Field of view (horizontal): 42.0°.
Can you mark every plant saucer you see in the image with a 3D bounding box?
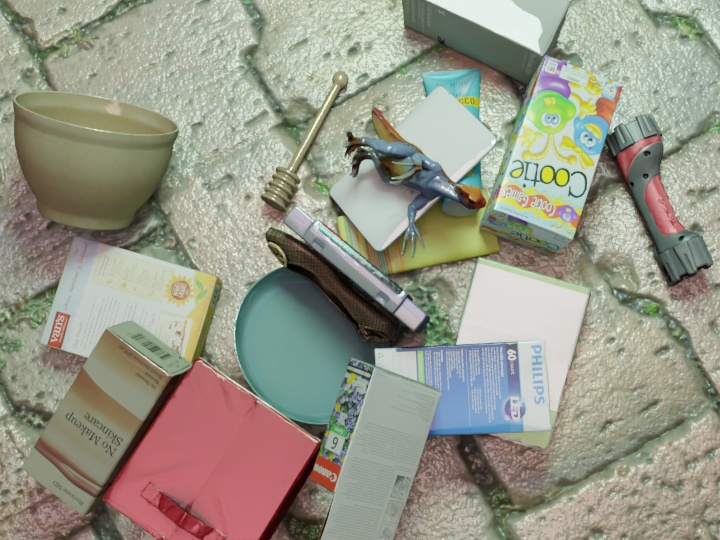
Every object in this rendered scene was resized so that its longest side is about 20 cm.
[{"bbox_3d":[-0.060,0.090,1.133,0.197,0.027,0.203,10,63,-19],"label":"plant saucer"}]

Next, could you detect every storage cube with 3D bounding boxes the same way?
[{"bbox_3d":[-0.158,0.229,1.067,0.170,0.200,0.181,32,78,6],"label":"storage cube"}]

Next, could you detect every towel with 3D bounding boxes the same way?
[{"bbox_3d":[0.072,-0.045,1.192,0.197,0.018,0.088,-11,82,2],"label":"towel"}]

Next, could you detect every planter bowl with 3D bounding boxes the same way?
[{"bbox_3d":[-0.334,-0.132,1.163,0.197,0.200,0.137,17,108,7],"label":"planter bowl"}]

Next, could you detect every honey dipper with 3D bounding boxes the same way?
[{"bbox_3d":[-0.066,-0.171,1.217,0.038,0.038,0.202,27,79,9],"label":"honey dipper"}]

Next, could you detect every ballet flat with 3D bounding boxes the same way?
[{"bbox_3d":[-0.040,0.022,1.127,0.199,0.067,0.047,39,81,-7],"label":"ballet flat"}]

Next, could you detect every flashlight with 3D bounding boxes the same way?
[{"bbox_3d":[0.370,-0.089,1.151,0.067,0.068,0.202,-23,77,4],"label":"flashlight"}]

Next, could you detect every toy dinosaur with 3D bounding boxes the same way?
[{"bbox_3d":[0.070,-0.127,1.108,0.179,0.105,0.202,12,62,14],"label":"toy dinosaur"}]

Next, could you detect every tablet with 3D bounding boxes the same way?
[{"bbox_3d":[0.062,-0.129,1.171,0.200,0.014,0.130,-42,54,4],"label":"tablet"}]

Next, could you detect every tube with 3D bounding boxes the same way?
[{"bbox_3d":[0.123,-0.169,1.193,0.076,0.051,0.203,-1,66,-1],"label":"tube"}]

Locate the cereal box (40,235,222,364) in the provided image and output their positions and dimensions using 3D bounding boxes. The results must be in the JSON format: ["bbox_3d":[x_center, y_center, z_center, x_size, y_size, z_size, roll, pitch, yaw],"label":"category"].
[{"bbox_3d":[-0.289,0.052,1.187,0.197,0.040,0.146,16,82,8],"label":"cereal box"}]

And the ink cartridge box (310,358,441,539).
[{"bbox_3d":[0.007,0.207,1.007,0.050,0.108,0.203,13,82,51],"label":"ink cartridge box"}]

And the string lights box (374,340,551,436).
[{"bbox_3d":[0.118,0.138,1.090,0.196,0.059,0.105,-3,83,6],"label":"string lights box"}]

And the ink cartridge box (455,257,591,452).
[{"bbox_3d":[0.185,0.100,1.140,0.143,0.048,0.203,16,88,8],"label":"ink cartridge box"}]

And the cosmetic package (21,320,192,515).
[{"bbox_3d":[-0.300,0.173,1.117,0.103,0.087,0.202,32,97,5],"label":"cosmetic package"}]

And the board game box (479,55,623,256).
[{"bbox_3d":[0.230,-0.136,1.144,0.103,0.103,0.203,20,80,1],"label":"board game box"}]

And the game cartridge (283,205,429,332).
[{"bbox_3d":[0.000,0.000,1.115,0.199,0.130,0.039,40,86,7],"label":"game cartridge"}]

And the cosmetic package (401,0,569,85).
[{"bbox_3d":[0.157,-0.326,1.193,0.198,0.107,0.091,30,82,11],"label":"cosmetic package"}]
